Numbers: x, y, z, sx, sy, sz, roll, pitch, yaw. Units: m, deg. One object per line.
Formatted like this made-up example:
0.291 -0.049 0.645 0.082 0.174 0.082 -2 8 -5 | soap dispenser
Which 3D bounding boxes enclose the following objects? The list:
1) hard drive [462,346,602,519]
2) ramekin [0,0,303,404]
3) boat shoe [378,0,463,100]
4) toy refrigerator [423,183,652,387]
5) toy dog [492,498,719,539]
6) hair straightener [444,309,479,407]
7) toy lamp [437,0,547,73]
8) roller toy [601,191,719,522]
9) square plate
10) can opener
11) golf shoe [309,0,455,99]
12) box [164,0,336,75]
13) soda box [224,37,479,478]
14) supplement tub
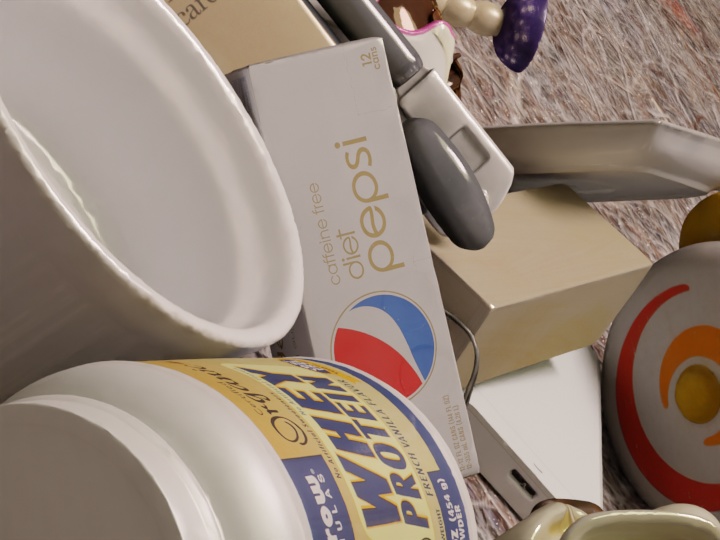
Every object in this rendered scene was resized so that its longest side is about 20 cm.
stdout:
0.094 0.068 1.288 0.132 0.026 0.201 48 24 -20 | hard drive
-0.121 -0.033 0.877 0.200 0.097 0.201 45 25 -27 | ramekin
0.028 -0.113 1.219 0.072 0.067 0.202 -29 120 -38 | boat shoe
0.076 0.009 1.218 0.076 0.070 0.199 43 26 19 | toy refrigerator
0.117 0.158 1.007 0.200 0.193 0.141 -9 -81 67 | toy dog
0.000 0.000 1.111 0.201 0.077 0.041 59 17 8 | hair straightener
0.011 -0.170 1.306 0.198 0.059 0.058 15 35 -13 | toy lamp
0.246 0.070 1.364 0.139 0.201 0.182 -2 37 -43 | roller toy
0.125 -0.063 1.347 0.200 0.196 0.029 9 80 -62 | square plate
0.008 -0.100 1.100 0.200 0.053 0.066 50 -8 -10 | can opener
-0.041 -0.137 1.153 0.199 0.092 0.075 32 6 -12 | golf shoe
-0.088 -0.119 1.042 0.200 0.095 0.078 51 -16 -12 | box
-0.007 0.002 0.993 0.064 0.068 0.202 178 -102 -70 | soda box
-0.058 0.103 0.756 0.145 0.144 0.200 62 22 14 | supplement tub
